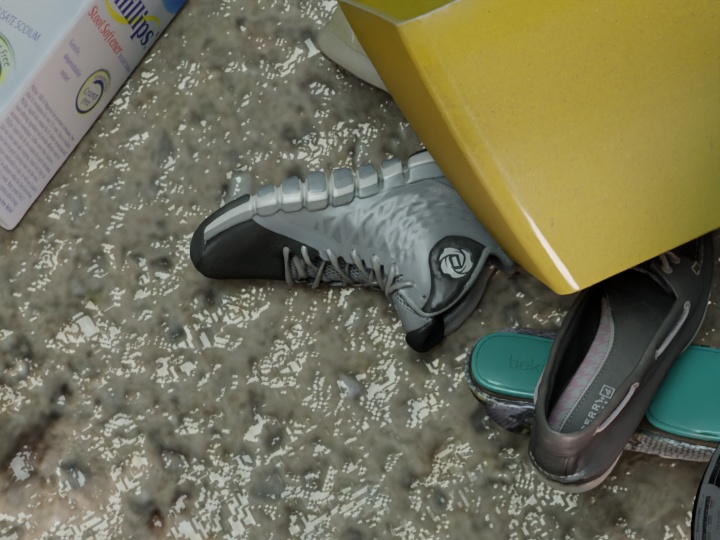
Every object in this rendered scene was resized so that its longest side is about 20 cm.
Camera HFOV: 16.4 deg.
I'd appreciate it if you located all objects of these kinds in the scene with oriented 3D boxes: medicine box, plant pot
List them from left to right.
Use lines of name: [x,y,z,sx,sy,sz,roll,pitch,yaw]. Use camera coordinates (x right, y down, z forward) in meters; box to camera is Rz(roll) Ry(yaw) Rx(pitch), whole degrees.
medicine box: [-0.246,-0.164,1.600,0.182,0.103,0.200,33,80,21]
plant pot: [0.123,-0.102,1.371,0.199,0.200,0.177,-24,104,-5]

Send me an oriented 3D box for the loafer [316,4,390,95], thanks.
loafer: [0.055,-0.125,1.513,0.199,0.075,0.069,31,112,31]

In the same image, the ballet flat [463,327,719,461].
ballet flat: [0.160,0.076,1.444,0.199,0.072,0.073,9,72,14]

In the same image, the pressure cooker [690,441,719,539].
pressure cooker: [0.265,0.142,1.294,0.175,0.200,0.179,-35,92,-11]

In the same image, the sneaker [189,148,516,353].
sneaker: [0.000,0.000,1.504,0.199,0.075,0.116,-16,70,5]

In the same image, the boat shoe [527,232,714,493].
boat shoe: [0.149,0.031,1.399,0.066,0.057,0.201,18,62,19]
